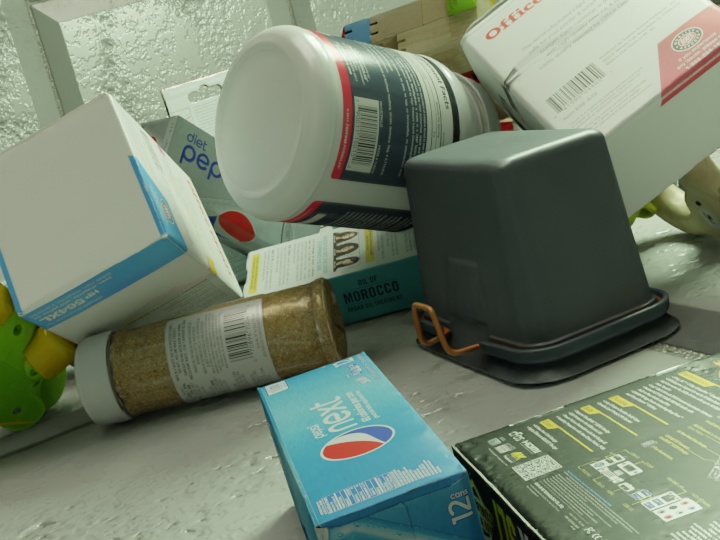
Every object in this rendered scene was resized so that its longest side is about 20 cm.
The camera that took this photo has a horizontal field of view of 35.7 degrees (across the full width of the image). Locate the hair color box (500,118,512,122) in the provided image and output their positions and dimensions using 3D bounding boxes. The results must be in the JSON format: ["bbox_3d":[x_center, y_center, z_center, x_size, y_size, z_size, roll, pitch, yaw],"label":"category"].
[{"bbox_3d":[0.138,-0.119,1.179,0.064,0.112,0.199,-4,11,40],"label":"hair color box"}]

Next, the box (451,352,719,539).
[{"bbox_3d":[0.137,0.090,0.423,0.157,0.050,0.200,-16,11,-10],"label":"box"}]

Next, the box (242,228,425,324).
[{"bbox_3d":[0.000,0.000,0.962,0.196,0.050,0.083,-14,31,7],"label":"box"}]

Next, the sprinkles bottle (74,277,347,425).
[{"bbox_3d":[-0.111,0.061,0.836,0.196,0.069,0.068,-14,12,8],"label":"sprinkles bottle"}]

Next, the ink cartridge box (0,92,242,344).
[{"bbox_3d":[-0.190,-0.020,0.888,0.124,0.130,0.200,-28,-21,3],"label":"ink cartridge box"}]

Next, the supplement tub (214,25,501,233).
[{"bbox_3d":[0.000,-0.103,0.867,0.198,0.143,0.139,3,-3,-41],"label":"supplement tub"}]

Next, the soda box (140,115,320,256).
[{"bbox_3d":[-0.126,-0.069,1.066,0.063,0.069,0.199,-3,-25,44],"label":"soda box"}]

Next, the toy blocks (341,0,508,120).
[{"bbox_3d":[0.070,-0.179,1.000,0.135,0.102,0.199,-13,-23,25],"label":"toy blocks"}]

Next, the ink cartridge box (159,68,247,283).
[{"bbox_3d":[-0.146,-0.091,1.131,0.050,0.204,0.108,-6,15,44],"label":"ink cartridge box"}]

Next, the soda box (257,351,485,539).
[{"bbox_3d":[0.001,0.099,0.511,0.063,0.069,0.200,-18,12,-7],"label":"soda box"}]

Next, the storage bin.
[{"bbox_3d":[0.097,-0.018,0.758,0.143,0.137,0.200,-19,11,-18],"label":"storage bin"}]

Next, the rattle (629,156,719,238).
[{"bbox_3d":[0.228,-0.039,0.855,0.141,0.132,0.200,-30,42,-15],"label":"rattle"}]

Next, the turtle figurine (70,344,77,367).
[{"bbox_3d":[-0.300,0.024,1.095,0.191,0.203,0.144,-18,-23,11],"label":"turtle figurine"}]

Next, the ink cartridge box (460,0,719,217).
[{"bbox_3d":[0.182,-0.150,0.834,0.145,0.085,0.201,-37,42,4],"label":"ink cartridge box"}]

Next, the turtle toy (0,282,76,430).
[{"bbox_3d":[-0.301,0.068,0.875,0.145,0.200,0.101,-38,51,2],"label":"turtle toy"}]

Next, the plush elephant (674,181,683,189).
[{"bbox_3d":[0.274,-0.162,1.127,0.162,0.158,0.200,-19,12,-16],"label":"plush elephant"}]

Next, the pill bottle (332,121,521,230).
[{"bbox_3d":[0.072,-0.073,1.036,0.196,0.115,0.112,-6,13,6],"label":"pill bottle"}]

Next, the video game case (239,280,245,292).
[{"bbox_3d":[-0.026,-0.005,1.135,0.180,0.024,0.198,-25,14,-38],"label":"video game case"}]
